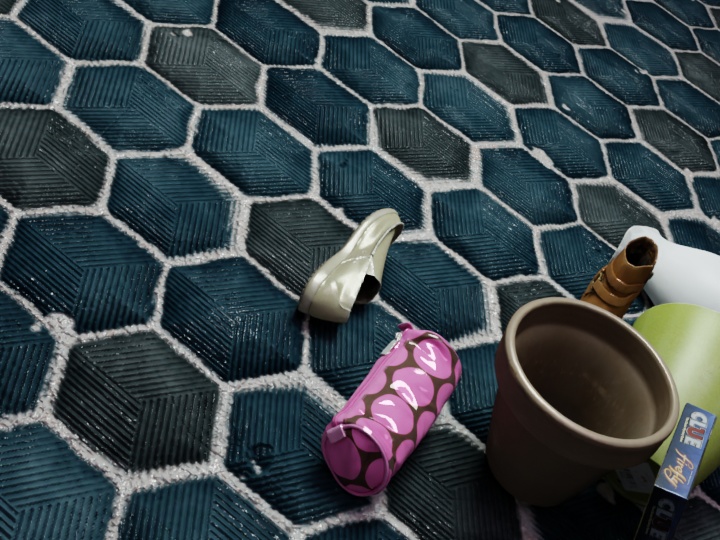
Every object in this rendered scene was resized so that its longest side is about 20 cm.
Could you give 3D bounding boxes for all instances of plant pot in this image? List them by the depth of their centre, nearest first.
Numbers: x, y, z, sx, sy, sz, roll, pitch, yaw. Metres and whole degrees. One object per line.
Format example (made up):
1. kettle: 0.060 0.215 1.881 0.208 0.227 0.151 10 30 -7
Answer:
1. plant pot: 0.215 0.159 1.069 0.197 0.176 0.202 13 41 -12
2. plant pot: 0.366 0.176 1.164 0.186 0.188 0.200 37 55 8

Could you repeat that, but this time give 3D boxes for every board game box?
1. board game box: 0.310 0.255 1.015 0.034 0.203 0.136 20 38 20

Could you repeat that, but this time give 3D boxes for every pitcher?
1. pitcher: 0.479 0.018 1.418 0.199 0.123 0.170 40 31 29

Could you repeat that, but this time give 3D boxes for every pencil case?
1. pencil case: 0.032 0.144 1.053 0.095 0.090 0.200 62 37 -17

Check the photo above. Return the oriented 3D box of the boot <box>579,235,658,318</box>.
1. boot: 0.310 0.052 1.247 0.076 0.156 0.200 39 42 11

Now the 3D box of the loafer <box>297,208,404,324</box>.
1. loafer: 0.000 0.000 1.189 0.068 0.076 0.200 37 51 7
